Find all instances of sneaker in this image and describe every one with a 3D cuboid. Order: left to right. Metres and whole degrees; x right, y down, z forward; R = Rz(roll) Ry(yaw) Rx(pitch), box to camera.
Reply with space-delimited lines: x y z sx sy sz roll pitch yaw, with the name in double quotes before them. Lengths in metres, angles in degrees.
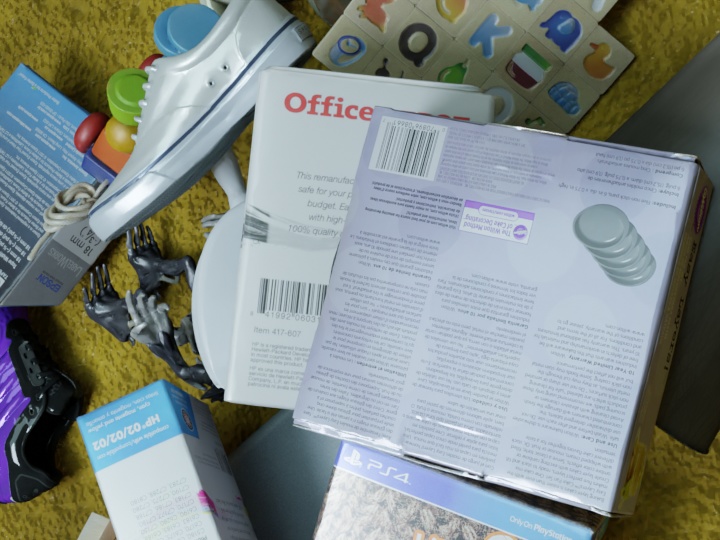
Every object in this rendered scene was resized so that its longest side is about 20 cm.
"sneaker" -0.268 0.088 1.099 0.098 0.069 0.203 -8 78 20
"sneaker" -0.118 -0.106 0.908 0.200 0.073 0.071 -44 88 8

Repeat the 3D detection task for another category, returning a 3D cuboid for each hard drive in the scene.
"hard drive" -0.020 0.156 0.945 0.200 0.033 0.140 -42 64 22

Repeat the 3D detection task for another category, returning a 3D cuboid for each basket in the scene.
"basket" 0.196 -0.030 0.776 0.201 0.136 0.180 -51 57 12

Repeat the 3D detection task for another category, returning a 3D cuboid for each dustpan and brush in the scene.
"dustpan and brush" -0.069 -0.024 0.930 0.138 0.057 0.201 -24 73 -7

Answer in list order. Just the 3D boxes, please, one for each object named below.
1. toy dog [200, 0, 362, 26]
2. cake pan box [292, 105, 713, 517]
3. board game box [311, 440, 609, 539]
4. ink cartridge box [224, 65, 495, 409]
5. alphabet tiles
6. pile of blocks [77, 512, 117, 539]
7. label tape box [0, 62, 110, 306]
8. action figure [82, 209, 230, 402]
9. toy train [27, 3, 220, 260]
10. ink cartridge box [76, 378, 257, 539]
"toy dog" -0.039 -0.231 0.941 0.199 0.139 0.196 28 107 31
"cake pan box" 0.070 0.017 0.729 0.198 0.052 0.186 11 83 26
"board game box" 0.046 0.214 0.828 0.158 0.097 0.202 18 96 16
"ink cartridge box" 0.000 -0.012 0.835 0.144 0.084 0.203 7 85 0
"alphabet tiles" 0.073 -0.139 0.874 0.166 0.006 0.200 36 108 -14
"pile of blocks" -0.165 0.208 0.967 0.082 0.200 0.063 29 72 -5
"label tape box" -0.276 -0.045 1.087 0.144 0.063 0.201 36 85 31
"action figure" -0.117 0.024 0.978 0.199 0.103 0.119 17 51 39
"toy train" -0.167 -0.097 0.971 0.084 0.116 0.200 36 63 6
"ink cartridge box" -0.110 0.184 0.898 0.067 0.115 0.202 -24 73 3
